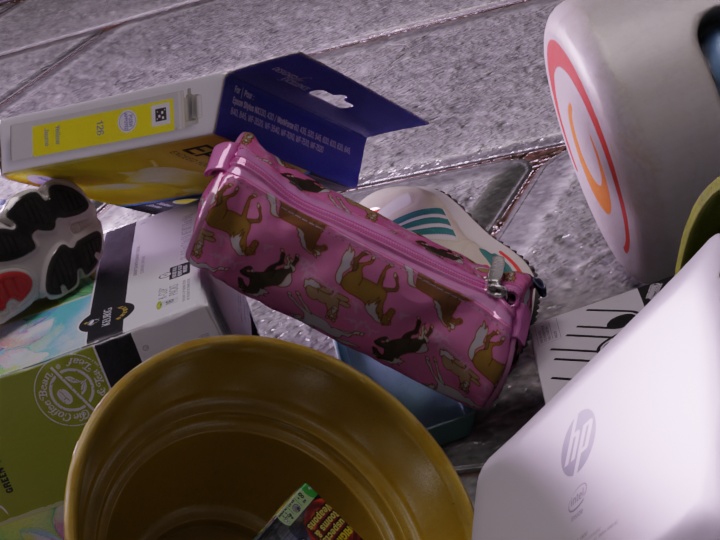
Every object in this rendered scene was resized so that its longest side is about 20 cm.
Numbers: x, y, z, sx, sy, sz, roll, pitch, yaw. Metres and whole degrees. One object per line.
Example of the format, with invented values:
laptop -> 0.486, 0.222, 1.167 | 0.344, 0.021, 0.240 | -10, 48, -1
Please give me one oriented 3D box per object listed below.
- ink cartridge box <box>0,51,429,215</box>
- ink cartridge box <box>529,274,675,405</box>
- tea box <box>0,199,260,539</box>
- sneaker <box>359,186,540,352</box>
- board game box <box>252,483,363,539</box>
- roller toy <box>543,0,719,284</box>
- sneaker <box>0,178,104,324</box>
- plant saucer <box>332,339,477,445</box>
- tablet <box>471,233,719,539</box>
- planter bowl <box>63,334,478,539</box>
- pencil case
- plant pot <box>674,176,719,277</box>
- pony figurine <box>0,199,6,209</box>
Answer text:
ink cartridge box -> -0.083, -0.075, 1.048 | 0.198, 0.048, 0.197 | -6, -9, 24
ink cartridge box -> 0.143, 0.069, 0.873 | 0.093, 0.045, 0.200 | -19, 20, 8
tea box -> -0.159, 0.074, 1.027 | 0.195, 0.135, 0.200 | -20, 19, 1
sneaker -> 0.026, -0.007, 1.074 | 0.092, 0.071, 0.200 | 3, 20, -31
board game box -> -0.043, 0.182, 0.656 | 0.200, 0.105, 0.023 | -46, 2, -40
roller toy -> 0.202, -0.093, 1.041 | 0.138, 0.201, 0.183 | -19, 40, -1
sneaker -> -0.238, 0.014, 0.984 | 0.199, 0.081, 0.083 | -24, 5, -38
plant saucer -> 0.025, 0.065, 1.045 | 0.069, 0.019, 0.200 | -20, 18, 1
tablet -> 0.091, 0.088, 0.679 | 0.200, 0.014, 0.131 | 128, 155, -47
planter bowl -> -0.048, 0.136, 0.756 | 0.200, 0.201, 0.084 | -39, -7, -43
pencil case -> 0.000, 0.000, 0.945 | 0.198, 0.087, 0.083 | 25, 16, 5
plant pot -> 0.248, 0.043, 0.654 | 0.191, 0.203, 0.200 | -12, 18, -12
pony figurine -> -0.308, 0.025, 1.329 | 0.193, 0.166, 0.200 | -46, 5, 36
